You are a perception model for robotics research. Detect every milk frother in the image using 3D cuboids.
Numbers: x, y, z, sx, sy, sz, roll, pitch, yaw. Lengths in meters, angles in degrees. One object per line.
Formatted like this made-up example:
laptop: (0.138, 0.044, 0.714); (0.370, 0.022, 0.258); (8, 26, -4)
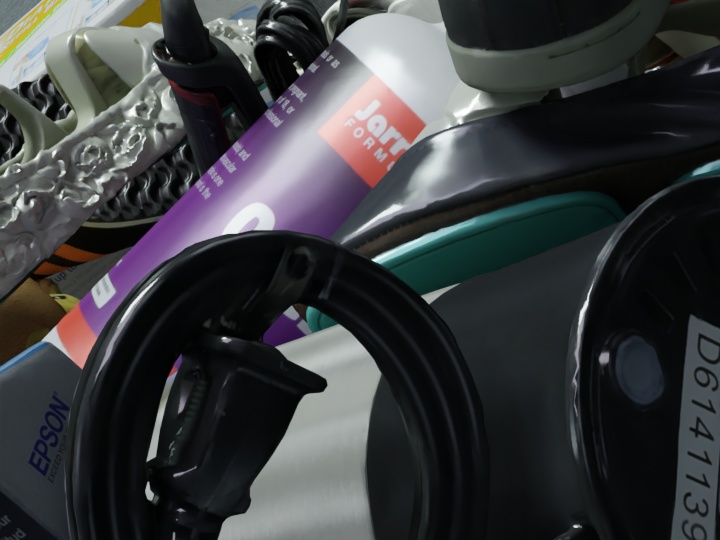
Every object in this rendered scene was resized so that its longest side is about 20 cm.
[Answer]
milk frother: (-0.006, 0.055, 0.579); (0.188, 0.200, 0.181); (-21, 36, 49)

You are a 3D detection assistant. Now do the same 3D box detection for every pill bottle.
pill bottle: (0.000, 0.000, 0.783); (0.200, 0.112, 0.112); (-46, 21, 2)

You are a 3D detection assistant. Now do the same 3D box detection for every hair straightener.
hair straightener: (-0.024, -0.050, 0.840); (0.077, 0.200, 0.041); (-34, 50, -13)

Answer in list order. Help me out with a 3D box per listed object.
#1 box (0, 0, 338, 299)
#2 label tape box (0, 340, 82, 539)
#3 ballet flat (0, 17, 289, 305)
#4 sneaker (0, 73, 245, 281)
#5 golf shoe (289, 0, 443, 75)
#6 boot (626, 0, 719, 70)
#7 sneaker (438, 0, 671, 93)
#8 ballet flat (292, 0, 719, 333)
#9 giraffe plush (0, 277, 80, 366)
box: (-0.093, -0.072, 1.092); (0.200, 0.112, 0.101); (-37, 22, 26)
label tape box: (-0.116, 0.090, 0.718); (0.143, 0.200, 0.066); (-32, 24, 32)
ballet flat: (-0.103, -0.048, 0.900); (0.200, 0.072, 0.072); (-43, 16, -32)
sneaker: (-0.137, -0.027, 1.035); (0.200, 0.070, 0.090); (-13, -19, -2)
golf shoe: (0.009, -0.066, 0.925); (0.200, 0.088, 0.077); (-10, 42, 59)
boot: (0.101, -0.124, 0.842); (0.107, 0.075, 0.200); (-52, 34, 5)
sneaker: (0.060, -0.139, 0.715); (0.075, 0.106, 0.200); (-7, 27, 14)
ballet flat: (0.073, -0.036, 0.698); (0.200, 0.073, 0.073); (-17, 28, 10)
giraffe plush: (-0.151, 0.067, 0.944); (0.162, 0.173, 0.200); (-39, -16, -13)
